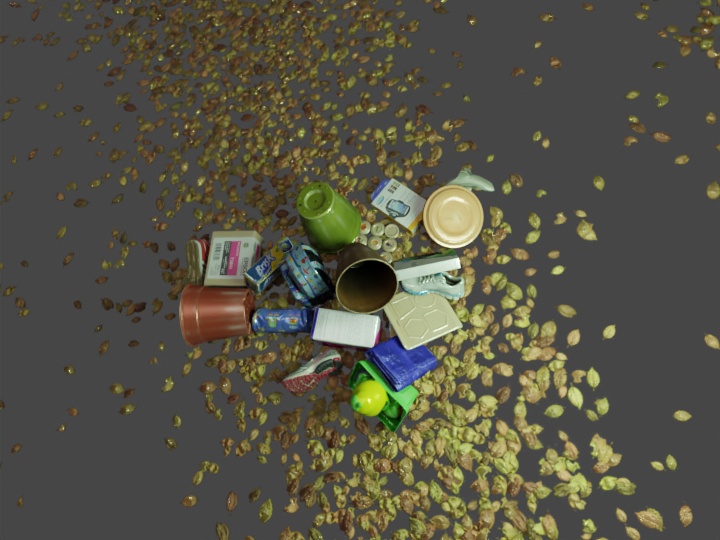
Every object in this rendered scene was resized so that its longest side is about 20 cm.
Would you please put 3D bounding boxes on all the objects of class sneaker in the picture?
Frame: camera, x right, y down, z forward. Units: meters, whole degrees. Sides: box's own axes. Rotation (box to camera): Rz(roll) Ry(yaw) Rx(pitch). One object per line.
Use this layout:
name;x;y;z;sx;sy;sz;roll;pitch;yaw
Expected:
sneaker;-0.149;0.309;1.555;0.199;0.081;0.075;-26;39;1
sneaker;0.222;0.030;1.537;0.198;0.087;0.075;5;54;5
sneaker;-0.555;-0.012;1.754;0.071;0.112;0.202;7;102;11

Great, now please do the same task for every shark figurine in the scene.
shark figurine;0.317;-0.287;1.662;0.213;0.090;0.129;-21;67;1

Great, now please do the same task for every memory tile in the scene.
memory tile;0.040;-0.068;1.675;0.152;0.017;0.201;10;73;14

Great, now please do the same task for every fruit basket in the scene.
fruit basket;0.038;0.358;1.424;0.214;0.156;0.217;10;45;-10

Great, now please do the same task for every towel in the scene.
towel;0.124;0.253;1.461;0.148;0.199;0.050;49;129;20

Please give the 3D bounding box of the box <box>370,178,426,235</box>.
box;0.132;-0.222;1.700;0.200;0.042;0.119;37;81;23

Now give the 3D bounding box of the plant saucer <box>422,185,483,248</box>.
plant saucer;0.296;-0.172;1.609;0.199;0.032;0.202;0;89;-6

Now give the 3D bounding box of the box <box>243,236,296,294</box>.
box;-0.289;-0.017;1.655;0.064;0.070;0.200;38;61;11

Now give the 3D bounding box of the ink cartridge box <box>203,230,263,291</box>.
ink cartridge box;-0.431;-0.032;1.724;0.163;0.075;0.202;-1;70;12

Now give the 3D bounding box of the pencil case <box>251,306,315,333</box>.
pencil case;-0.246;0.158;1.617;0.198;0.078;0.088;-1;100;10

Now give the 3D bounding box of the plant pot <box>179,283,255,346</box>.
plant pot;-0.445;0.137;1.615;0.194;0.201;0.202;-3;70;1

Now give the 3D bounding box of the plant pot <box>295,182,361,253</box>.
plant pot;-0.116;-0.185;1.644;0.199;0.193;0.202;-5;68;13

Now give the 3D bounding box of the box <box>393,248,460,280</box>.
box;0.201;-0.019;1.562;0.198;0.144;0.037;-11;103;6

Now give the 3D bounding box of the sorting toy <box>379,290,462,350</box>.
sorting toy;0.182;0.135;1.534;0.199;0.037;0.186;-19;56;-15

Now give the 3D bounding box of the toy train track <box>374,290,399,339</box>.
toy train track;0.098;0.133;1.583;0.114;0.033;0.202;1;76;-12

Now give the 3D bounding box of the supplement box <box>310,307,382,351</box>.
supplement box;-0.040;0.185;1.555;0.198;0.101;0.104;5;72;13

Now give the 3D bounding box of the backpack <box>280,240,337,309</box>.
backpack;-0.173;0.011;1.590;0.134;0.200;0.183;-30;69;-1

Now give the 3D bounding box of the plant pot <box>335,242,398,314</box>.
plant pot;0.000;0.000;1.548;0.186;0.188;0.200;-25;32;1
